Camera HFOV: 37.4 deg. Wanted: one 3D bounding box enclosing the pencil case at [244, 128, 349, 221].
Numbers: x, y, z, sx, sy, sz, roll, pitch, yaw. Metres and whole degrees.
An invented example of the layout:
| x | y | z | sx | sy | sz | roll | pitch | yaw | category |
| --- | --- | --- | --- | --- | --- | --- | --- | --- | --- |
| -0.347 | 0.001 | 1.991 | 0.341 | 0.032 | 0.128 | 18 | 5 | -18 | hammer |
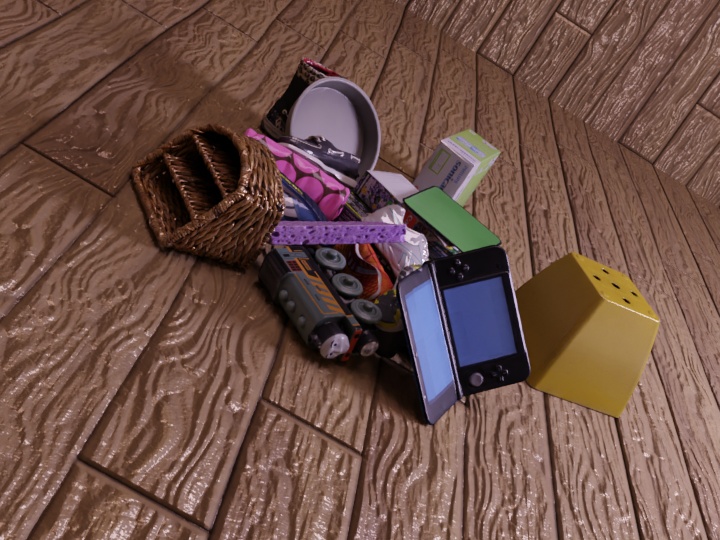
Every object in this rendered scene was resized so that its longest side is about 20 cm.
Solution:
| x | y | z | sx | sy | sz | roll | pitch | yaw | category |
| --- | --- | --- | --- | --- | --- | --- | --- | --- | --- |
| -0.118 | -0.136 | 1.679 | 0.199 | 0.091 | 0.094 | 28 | 64 | -13 | pencil case |

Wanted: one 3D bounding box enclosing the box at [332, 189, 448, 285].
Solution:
| x | y | z | sx | sy | sz | roll | pitch | yaw | category |
| --- | --- | --- | --- | --- | --- | --- | --- | --- | --- |
| 0.045 | -0.059 | 1.788 | 0.200 | 0.044 | 0.160 | 45 | 26 | 24 | box |

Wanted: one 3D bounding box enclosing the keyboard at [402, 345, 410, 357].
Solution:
| x | y | z | sx | sy | sz | roll | pitch | yaw | category |
| --- | --- | --- | --- | --- | --- | --- | --- | --- | --- |
| 0.142 | 0.127 | 1.592 | 0.127 | 0.021 | 0.199 | 46 | 27 | 25 | keyboard |

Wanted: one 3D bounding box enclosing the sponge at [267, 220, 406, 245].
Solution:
| x | y | z | sx | sy | sz | roll | pitch | yaw | category |
| --- | --- | --- | --- | --- | --- | --- | --- | --- | --- |
| -0.044 | -0.055 | 1.532 | 0.199 | 0.030 | 0.112 | -1 | 6 | -16 | sponge |

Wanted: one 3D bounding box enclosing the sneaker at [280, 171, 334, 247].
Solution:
| x | y | z | sx | sy | sz | roll | pitch | yaw | category |
| --- | --- | --- | --- | --- | --- | --- | --- | --- | --- |
| -0.121 | -0.094 | 1.614 | 0.200 | 0.082 | 0.074 | 41 | 7 | -9 | sneaker |

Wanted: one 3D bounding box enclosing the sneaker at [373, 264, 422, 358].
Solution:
| x | y | z | sx | sy | sz | roll | pitch | yaw | category |
| --- | --- | --- | --- | --- | --- | --- | --- | --- | --- |
| 0.066 | 0.056 | 1.526 | 0.074 | 0.085 | 0.200 | 28 | 33 | 21 | sneaker |

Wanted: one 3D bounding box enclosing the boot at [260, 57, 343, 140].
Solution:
| x | y | z | sx | sy | sz | roll | pitch | yaw | category |
| --- | --- | --- | --- | --- | --- | --- | --- | --- | --- |
| -0.062 | -0.272 | 1.917 | 0.203 | 0.154 | 0.074 | 31 | 22 | -2 | boot |

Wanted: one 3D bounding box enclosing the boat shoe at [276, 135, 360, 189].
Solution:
| x | y | z | sx | sy | sz | roll | pitch | yaw | category |
| --- | --- | --- | --- | --- | --- | --- | --- | --- | --- |
| -0.067 | -0.191 | 1.760 | 0.074 | 0.061 | 0.200 | 8 | -10 | 42 | boat shoe |

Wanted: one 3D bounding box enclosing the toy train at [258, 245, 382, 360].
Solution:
| x | y | z | sx | sy | sz | roll | pitch | yaw | category |
| --- | --- | --- | --- | --- | --- | --- | --- | --- | --- |
| -0.055 | 0.043 | 1.434 | 0.113 | 0.086 | 0.200 | -4 | 44 | -36 | toy train |

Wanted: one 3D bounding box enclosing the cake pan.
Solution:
| x | y | z | sx | sy | sz | roll | pitch | yaw | category |
| --- | --- | --- | --- | --- | --- | --- | --- | --- | --- |
| -0.051 | -0.234 | 1.852 | 0.199 | 0.202 | 0.037 | 13 | -6 | -38 | cake pan |

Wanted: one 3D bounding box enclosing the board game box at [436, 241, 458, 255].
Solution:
| x | y | z | sx | sy | sz | roll | pitch | yaw | category |
| --- | --- | --- | --- | --- | --- | --- | --- | --- | --- |
| 0.101 | -0.093 | 1.952 | 0.200 | 0.024 | 0.105 | 37 | 22 | 9 | board game box |

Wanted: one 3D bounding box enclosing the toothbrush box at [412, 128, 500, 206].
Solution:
| x | y | z | sx | sy | sz | roll | pitch | yaw | category |
| --- | --- | --- | --- | --- | --- | --- | --- | --- | --- |
| 0.179 | -0.185 | 2.072 | 0.086 | 0.146 | 0.200 | 37 | 24 | 8 | toothbrush box |

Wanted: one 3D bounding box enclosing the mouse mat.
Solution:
| x | y | z | sx | sy | sz | roll | pitch | yaw | category |
| --- | --- | --- | --- | --- | --- | --- | --- | --- | --- |
| 0.157 | -0.081 | 1.790 | 0.161 | 0.008 | 0.200 | 41 | 23 | 9 | mouse mat |

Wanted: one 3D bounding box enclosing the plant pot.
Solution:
| x | y | z | sx | sy | sz | roll | pitch | yaw | category |
| --- | --- | --- | --- | --- | --- | --- | --- | --- | --- |
| 0.369 | 0.091 | 1.753 | 0.199 | 0.177 | 0.200 | 21 | 27 | -27 | plant pot |

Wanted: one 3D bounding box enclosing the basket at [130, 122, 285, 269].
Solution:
| x | y | z | sx | sy | sz | roll | pitch | yaw | category |
| --- | --- | --- | --- | --- | --- | --- | --- | --- | --- |
| -0.207 | -0.122 | 1.463 | 0.148 | 0.143 | 0.200 | 17 | 28 | -35 | basket |

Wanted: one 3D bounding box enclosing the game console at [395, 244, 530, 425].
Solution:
| x | y | z | sx | sy | sz | roll | pitch | yaw | category |
| --- | --- | --- | --- | --- | --- | --- | --- | --- | --- |
| 0.142 | 0.084 | 1.436 | 0.170 | 0.201 | 0.118 | -14 | 10 | -2 | game console |

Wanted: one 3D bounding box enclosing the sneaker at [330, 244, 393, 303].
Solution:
| x | y | z | sx | sy | sz | roll | pitch | yaw | category |
| --- | --- | --- | --- | --- | --- | --- | --- | --- | --- |
| 0.000 | 0.000 | 1.615 | 0.077 | 0.073 | 0.200 | 47 | 13 | -39 | sneaker |

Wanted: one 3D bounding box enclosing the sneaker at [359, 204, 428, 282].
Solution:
| x | y | z | sx | sy | sz | roll | pitch | yaw | category |
| --- | --- | --- | --- | --- | --- | --- | --- | --- | --- |
| 0.079 | -0.014 | 1.642 | 0.201 | 0.080 | 0.070 | 59 | -8 | 6 | sneaker |

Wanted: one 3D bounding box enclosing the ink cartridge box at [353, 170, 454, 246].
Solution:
| x | y | z | sx | sy | sz | roll | pitch | yaw | category |
| --- | --- | --- | --- | --- | --- | --- | --- | --- | --- |
| 0.090 | -0.088 | 1.784 | 0.200 | 0.050 | 0.109 | 46 | 25 | 25 | ink cartridge box |
